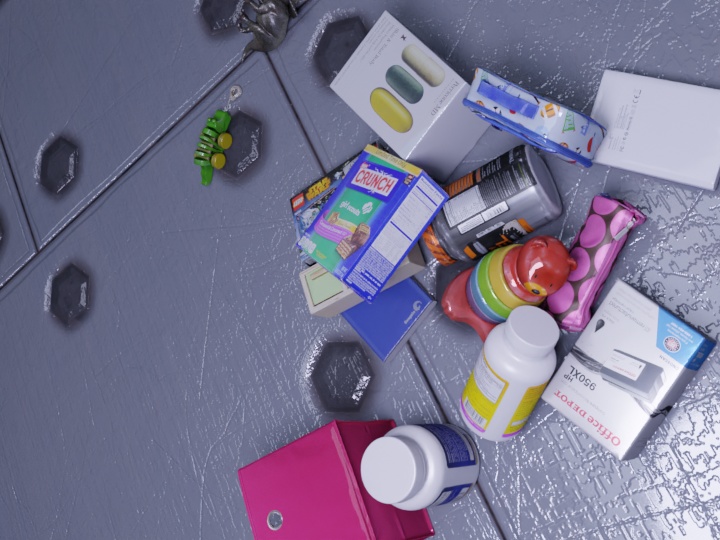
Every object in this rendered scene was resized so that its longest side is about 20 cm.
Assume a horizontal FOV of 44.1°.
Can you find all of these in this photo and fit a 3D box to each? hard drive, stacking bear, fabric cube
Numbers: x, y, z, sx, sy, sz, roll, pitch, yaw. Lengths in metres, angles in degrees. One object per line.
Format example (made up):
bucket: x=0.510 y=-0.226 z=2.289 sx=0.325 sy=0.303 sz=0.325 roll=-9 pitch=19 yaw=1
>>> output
hard drive: x=0.020 y=0.036 z=1.488 sx=0.200 sy=0.025 sz=0.133 roll=46 pitch=106 yaw=28
hard drive: x=0.426 y=-0.203 z=1.270 sx=0.197 sy=0.025 sz=0.135 roll=19 pitch=93 yaw=32
stacking bear: x=0.223 y=0.014 z=1.269 sx=0.200 sy=0.120 sz=0.115 roll=-38 pitch=20 yaw=58
fabric cube: x=-0.037 y=0.360 z=1.372 sx=0.197 sy=0.199 sz=0.199 roll=-29 pitch=68 yaw=23

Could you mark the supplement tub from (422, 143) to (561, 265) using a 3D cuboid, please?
supplement tub: x=0.193 y=-0.093 z=1.347 sx=0.198 sy=0.122 sz=0.125 roll=-28 pitch=69 yaw=25

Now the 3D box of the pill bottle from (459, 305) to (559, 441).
pill bottle: x=0.213 y=0.144 z=1.258 sx=0.104 sy=0.103 sz=0.202 roll=47 pitch=141 yaw=28

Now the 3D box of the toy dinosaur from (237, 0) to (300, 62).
toy dinosaur: x=-0.173 y=-0.457 z=1.649 sx=0.101 sy=0.077 sz=0.202 roll=32 pitch=116 yaw=-2

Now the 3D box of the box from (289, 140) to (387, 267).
box: x=-0.027 y=-0.111 z=1.514 sx=0.198 sy=0.040 sz=0.139 roll=-30 pitch=54 yaw=24

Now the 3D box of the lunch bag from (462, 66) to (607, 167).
lunch bag: x=0.244 y=-0.222 z=1.279 sx=0.199 sy=0.159 sz=0.077 roll=35 pitch=107 yaw=39

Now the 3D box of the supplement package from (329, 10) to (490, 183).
supplement package: x=0.088 y=-0.275 z=1.421 sx=0.152 sy=0.150 sz=0.200 roll=-50 pitch=62 yaw=14

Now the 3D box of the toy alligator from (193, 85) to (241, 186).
toy alligator: x=-0.280 y=-0.264 z=1.699 sx=0.059 sy=0.054 sz=0.204 roll=20 pitch=93 yaw=31

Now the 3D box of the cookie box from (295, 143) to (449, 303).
cookie box: x=0.014 y=-0.076 z=1.362 sx=0.201 sy=0.075 sz=0.171 roll=-53 pitch=35 yaw=-2

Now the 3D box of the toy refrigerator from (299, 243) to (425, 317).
toy refrigerator: x=0.000 y=0.000 z=1.450 sx=0.198 sy=0.070 sz=0.077 roll=-28 pitch=69 yaw=25

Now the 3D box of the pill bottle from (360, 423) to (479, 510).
pill bottle: x=0.086 y=0.287 z=1.308 sx=0.118 sy=0.199 sz=0.123 roll=-5 pitch=79 yaw=29

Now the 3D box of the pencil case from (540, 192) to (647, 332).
pencil case: x=0.330 y=-0.007 z=1.265 sx=0.203 sy=0.089 sz=0.094 roll=-67 pitch=27 yaw=9

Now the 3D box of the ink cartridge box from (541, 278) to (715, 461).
ink cartridge box: x=0.367 y=0.138 z=1.228 sx=0.144 sy=0.084 sz=0.202 roll=37 pitch=103 yaw=30
